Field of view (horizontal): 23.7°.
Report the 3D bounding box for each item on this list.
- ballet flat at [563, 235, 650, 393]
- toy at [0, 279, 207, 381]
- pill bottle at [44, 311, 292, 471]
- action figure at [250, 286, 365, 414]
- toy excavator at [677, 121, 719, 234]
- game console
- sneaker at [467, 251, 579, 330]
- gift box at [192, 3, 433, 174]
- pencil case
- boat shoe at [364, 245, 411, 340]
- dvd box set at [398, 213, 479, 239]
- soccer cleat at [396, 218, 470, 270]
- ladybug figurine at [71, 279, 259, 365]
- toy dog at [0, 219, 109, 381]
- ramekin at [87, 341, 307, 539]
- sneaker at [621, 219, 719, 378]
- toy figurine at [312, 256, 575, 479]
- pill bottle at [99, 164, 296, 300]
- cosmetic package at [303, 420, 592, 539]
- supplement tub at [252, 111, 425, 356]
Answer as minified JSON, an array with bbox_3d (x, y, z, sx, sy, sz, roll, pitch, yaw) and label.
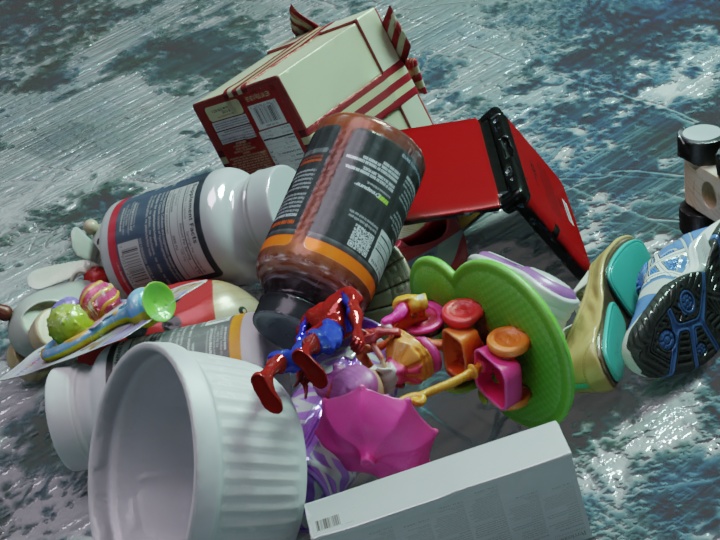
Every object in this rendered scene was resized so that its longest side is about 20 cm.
[{"bbox_3d":[0.203,0.035,1.479,0.063,0.069,0.200,-18,24,29],"label":"ballet flat"},{"bbox_3d":[-0.241,0.040,1.540,0.199,0.047,0.115,-14,17,44],"label":"toy"},{"bbox_3d":[-0.167,0.111,1.501,0.199,0.117,0.117,-13,28,10],"label":"pill bottle"},{"bbox_3d":[-0.030,0.056,1.318,0.065,0.052,0.200,-36,8,20],"label":"action figure"},{"bbox_3d":[0.410,-0.081,1.546,0.199,0.101,0.194,-17,28,-18],"label":"toy excavator"},{"bbox_3d":[0.116,-0.064,1.643,0.118,0.172,0.200,-36,24,16],"label":"game console"},{"bbox_3d":[0.123,0.040,1.499,0.074,0.100,0.200,23,2,-11],"label":"sneaker"},{"bbox_3d":[-0.041,-0.176,1.816,0.184,0.201,0.187,-4,26,47],"label":"gift box"},{"bbox_3d":[-0.026,0.126,1.422,0.084,0.086,0.200,24,41,4],"label":"pencil case"},{"bbox_3d":[0.000,0.000,1.552,0.072,0.065,0.201,-21,65,-10],"label":"boat shoe"},{"bbox_3d":[0.024,-0.042,1.752,0.146,0.030,0.200,10,38,42],"label":"dvd box set"},{"bbox_3d":[0.023,0.013,1.610,0.200,0.074,0.068,-35,32,-29],"label":"soccer cleat"},{"bbox_3d":[-0.186,0.062,1.644,0.199,0.072,0.136,-17,28,1],"label":"ladybug figurine"},{"bbox_3d":[-0.309,0.017,1.718,0.132,0.096,0.200,-46,15,29],"label":"toy dog"},{"bbox_3d":[-0.123,0.157,1.312,0.104,0.202,0.200,5,15,-31],"label":"ramekin"},{"bbox_3d":[0.269,0.029,1.459,0.077,0.076,0.200,-16,19,44],"label":"sneaker"},{"bbox_3d":[0.037,0.084,1.363,0.183,0.151,0.200,-27,41,-28],"label":"toy figurine"},{"bbox_3d":[-0.149,-0.037,1.710,0.199,0.120,0.120,-15,26,28],"label":"pill bottle"},{"bbox_3d":[0.065,0.185,1.271,0.199,0.083,0.051,-18,27,-1],"label":"cosmetic package"},{"bbox_3d":[-0.024,-0.029,1.471,0.106,0.107,0.201,5,59,36],"label":"supplement tub"}]
